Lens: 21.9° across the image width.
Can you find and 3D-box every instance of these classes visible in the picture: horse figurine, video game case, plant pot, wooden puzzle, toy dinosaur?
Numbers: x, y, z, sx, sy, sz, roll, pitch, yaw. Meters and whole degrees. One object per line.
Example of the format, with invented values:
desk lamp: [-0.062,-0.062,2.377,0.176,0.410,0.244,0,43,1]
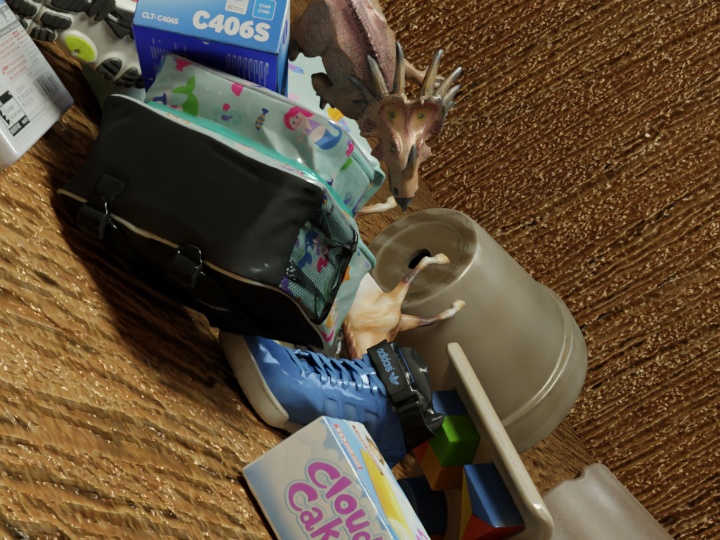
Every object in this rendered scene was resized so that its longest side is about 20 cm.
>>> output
horse figurine: [0.000,0.000,1.505,0.201,0.132,0.050,53,-30,2]
video game case: [-0.249,-0.156,1.130,0.183,0.022,0.200,56,9,-11]
plant pot: [0.082,0.044,1.647,0.174,0.199,0.201,59,5,-38]
wooden puzzle: [0.073,0.186,1.404,0.186,0.046,0.201,-117,-150,-44]
plant pot: [0.223,0.296,1.678,0.199,0.200,0.200,52,6,20]
toy dinosaur: [-0.001,-0.148,1.228,0.201,0.086,0.136,54,-2,-8]

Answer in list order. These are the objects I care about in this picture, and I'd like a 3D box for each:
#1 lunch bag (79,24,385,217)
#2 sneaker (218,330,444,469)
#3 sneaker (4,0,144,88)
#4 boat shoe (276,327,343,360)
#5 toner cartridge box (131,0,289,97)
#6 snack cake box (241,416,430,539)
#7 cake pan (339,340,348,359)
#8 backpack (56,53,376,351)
lunch bag: [-0.107,-0.103,1.411,0.199,0.122,0.171,1,48,-37]
sneaker: [-0.013,0.076,1.331,0.200,0.111,0.077,50,10,-41]
sneaker: [-0.214,-0.199,1.303,0.200,0.077,0.085,39,10,-43]
boat shoe: [-0.043,0.049,1.415,0.200,0.065,0.073,52,7,-40]
toner cartridge box: [-0.096,-0.138,1.232,0.200,0.094,0.044,104,-3,-77]
snack cake box: [0.012,0.196,1.179,0.201,0.067,0.115,59,9,12]
cake pan: [-0.060,0.007,1.580,0.201,0.037,0.200,56,8,-11]
backpack: [-0.077,-0.035,1.193,0.176,0.151,0.200,24,-15,24]
